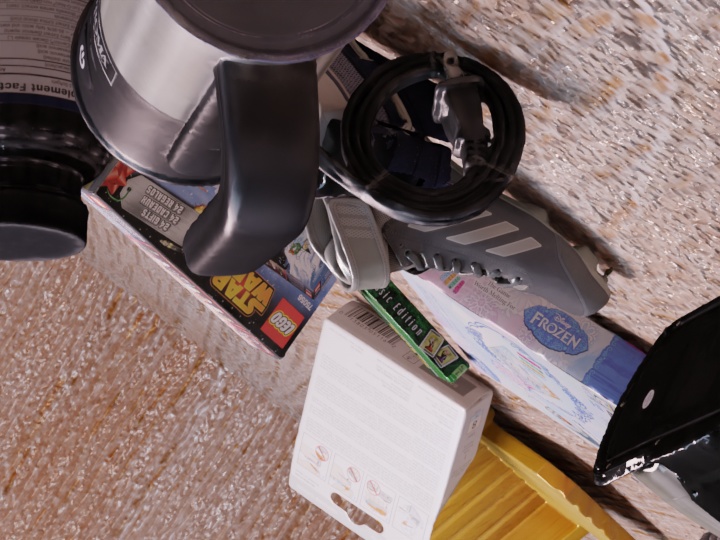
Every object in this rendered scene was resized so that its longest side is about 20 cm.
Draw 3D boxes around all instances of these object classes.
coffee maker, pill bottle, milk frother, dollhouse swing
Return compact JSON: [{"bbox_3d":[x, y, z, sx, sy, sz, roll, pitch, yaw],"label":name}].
[{"bbox_3d":[0.237,0.104,1.122,0.200,0.135,0.192,38,171,-12],"label":"coffee maker"},{"bbox_3d":[-0.201,-0.112,1.427,0.112,0.201,0.112,1,166,0],"label":"pill bottle"},{"bbox_3d":[-0.011,-0.104,1.077,0.181,0.200,0.188,67,162,7],"label":"milk frother"},{"bbox_3d":[0.127,0.232,2.184,0.200,0.182,0.176,44,-171,-37],"label":"dollhouse swing"}]

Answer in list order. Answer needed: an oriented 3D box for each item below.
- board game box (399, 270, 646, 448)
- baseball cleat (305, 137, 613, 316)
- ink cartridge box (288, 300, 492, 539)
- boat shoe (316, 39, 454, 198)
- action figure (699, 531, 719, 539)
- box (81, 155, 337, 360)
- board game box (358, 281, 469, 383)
[{"bbox_3d":[0.135,0.064,1.617,0.199,0.043,0.200,32,171,30],"label":"board game box"},{"bbox_3d":[0.044,-0.014,1.352,0.200,0.107,0.070,36,167,-10],"label":"baseball cleat"},{"bbox_3d":[0.023,0.149,2.127,0.160,0.047,0.200,32,130,24],"label":"ink cartridge box"},{"bbox_3d":[-0.011,-0.094,1.271,0.093,0.075,0.200,6,-150,-24],"label":"boat shoe"},{"bbox_3d":[0.248,0.154,1.460,0.200,0.102,0.119,41,159,-16],"label":"action figure"},{"bbox_3d":[-0.079,-0.052,1.533,0.040,0.137,0.200,23,164,48],"label":"box"},{"bbox_3d":[0.000,0.000,1.742,0.200,0.023,0.105,48,175,-5],"label":"board game box"}]
